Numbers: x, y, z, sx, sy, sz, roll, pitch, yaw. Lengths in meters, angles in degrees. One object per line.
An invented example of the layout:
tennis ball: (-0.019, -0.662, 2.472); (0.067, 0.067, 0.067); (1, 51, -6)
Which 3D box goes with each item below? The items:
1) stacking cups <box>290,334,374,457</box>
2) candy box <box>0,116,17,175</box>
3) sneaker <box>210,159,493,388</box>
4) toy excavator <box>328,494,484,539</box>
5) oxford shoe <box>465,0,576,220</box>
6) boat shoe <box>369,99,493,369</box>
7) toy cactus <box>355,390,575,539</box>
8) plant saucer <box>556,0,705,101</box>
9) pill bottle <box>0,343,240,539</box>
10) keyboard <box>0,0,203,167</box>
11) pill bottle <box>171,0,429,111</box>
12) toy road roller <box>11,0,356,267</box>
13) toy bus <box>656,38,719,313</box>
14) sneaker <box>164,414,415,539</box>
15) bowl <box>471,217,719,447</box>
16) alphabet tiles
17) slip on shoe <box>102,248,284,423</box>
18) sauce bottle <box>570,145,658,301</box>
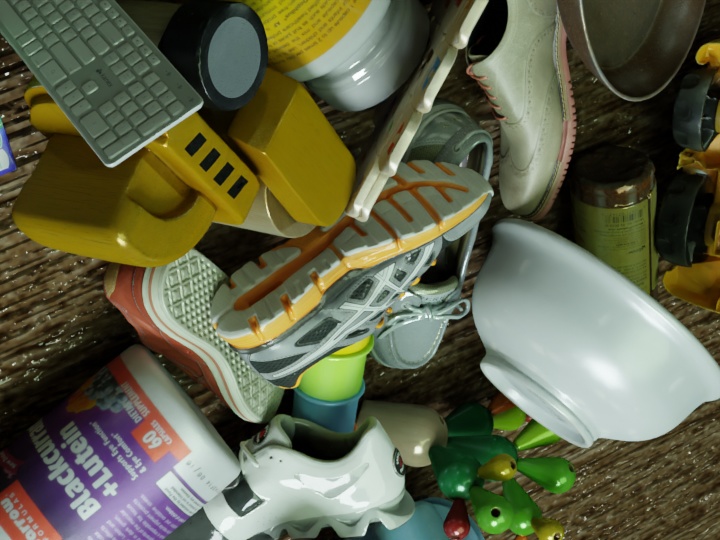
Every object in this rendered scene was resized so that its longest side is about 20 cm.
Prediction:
stacking cups: (-0.029, 0.093, 1.098); (0.060, 0.061, 0.200); (-9, 127, -28)
candy box: (-0.300, -0.099, 0.790); (0.200, 0.077, 0.169); (-23, 128, -17)
sneaker: (0.000, 0.000, 0.990); (0.200, 0.078, 0.077); (-32, 130, -8)
toy excavator: (0.013, 0.217, 1.106); (0.194, 0.100, 0.200); (-24, 160, -21)
oxford shoe: (0.100, -0.128, 1.035); (0.075, 0.070, 0.201); (-9, 112, -24)
boat shoe: (0.047, -0.015, 1.068); (0.074, 0.065, 0.202); (-2, 118, -31)
toy cactus: (0.076, 0.138, 1.142); (0.165, 0.200, 0.102); (16, 121, 5)
plant saucer: (0.177, -0.212, 1.005); (0.200, 0.034, 0.201); (-19, 113, -52)
pill bottle: (-0.186, 0.150, 0.991); (0.200, 0.111, 0.111); (-40, 131, -6)
keyboard: (-0.150, -0.124, 0.790); (0.056, 0.200, 0.011); (-32, 143, -14)
pill bottle: (-0.050, -0.178, 0.876); (0.113, 0.113, 0.200); (-50, 131, 4)
toy road roller: (-0.108, -0.057, 0.864); (0.200, 0.123, 0.146); (48, 61, -51)
toy bus: (0.317, -0.084, 1.156); (0.192, 0.135, 0.200); (-34, 132, -56)
sneaker: (-0.068, 0.141, 1.065); (0.199, 0.074, 0.089); (-11, 110, 7)
bowl: (0.147, 0.059, 1.080); (0.090, 0.201, 0.201); (-51, 132, -9)
alphabet tiles: (0.043, -0.126, 0.925); (0.015, 0.196, 0.200); (28, 102, -8)
slip on shoe: (-0.102, 0.041, 1.017); (0.200, 0.061, 0.074); (49, 54, -53)
sauce bottle: (0.194, 0.003, 1.172); (0.066, 0.066, 0.200); (-21, 126, -20)
